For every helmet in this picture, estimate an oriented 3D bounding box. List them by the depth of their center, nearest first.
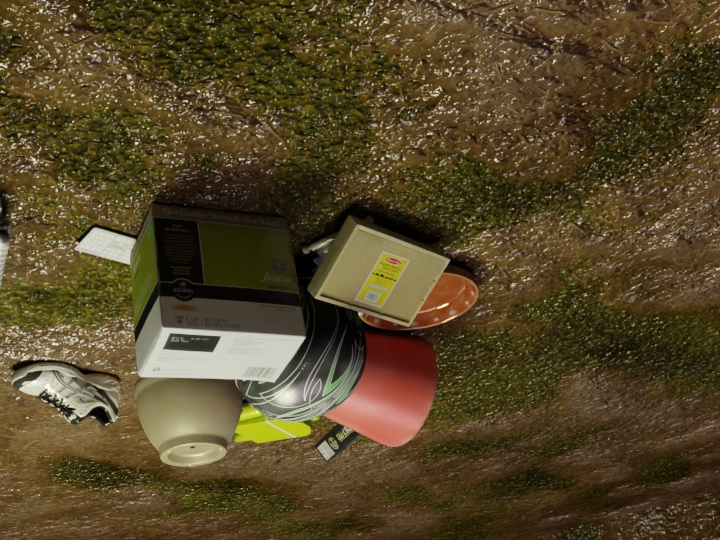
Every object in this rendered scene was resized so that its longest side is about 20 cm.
[{"bbox_3d":[-0.088,0.126,1.670,0.197,0.193,0.201,-1,153,-1],"label":"helmet"}]

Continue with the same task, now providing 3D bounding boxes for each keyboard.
[{"bbox_3d":[-0.305,-0.022,1.593,0.199,0.011,0.056,17,143,-41],"label":"keyboard"}]

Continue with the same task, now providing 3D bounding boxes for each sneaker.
[{"bbox_3d":[-0.495,0.214,1.900,0.198,0.089,0.075,15,146,-36],"label":"sneaker"}]

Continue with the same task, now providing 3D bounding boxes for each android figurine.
[{"bbox_3d":[-0.178,0.298,2.194,0.198,0.042,0.182,-15,152,23],"label":"android figurine"}]

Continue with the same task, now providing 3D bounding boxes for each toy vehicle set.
[{"bbox_3d":[0.029,0.004,1.631,0.199,0.027,0.125,19,109,-42],"label":"toy vehicle set"}]

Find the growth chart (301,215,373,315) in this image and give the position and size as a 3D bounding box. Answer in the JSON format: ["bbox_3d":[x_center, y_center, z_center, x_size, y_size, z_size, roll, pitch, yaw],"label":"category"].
[{"bbox_3d":[0.000,0.000,1.682,0.143,0.018,0.200,-19,139,22],"label":"growth chart"}]

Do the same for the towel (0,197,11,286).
[{"bbox_3d":[-0.543,-0.018,1.448,0.163,0.087,0.200,3,150,-23],"label":"towel"}]

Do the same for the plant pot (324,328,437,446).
[{"bbox_3d":[0.005,0.186,1.907,0.176,0.203,0.200,18,143,-27],"label":"plant pot"}]

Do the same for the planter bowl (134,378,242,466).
[{"bbox_3d":[-0.303,0.270,2.013,0.197,0.136,0.201,-7,153,-4],"label":"planter bowl"}]

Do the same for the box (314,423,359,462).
[{"bbox_3d":[0.014,0.277,2.137,0.161,0.049,0.200,-34,170,-38],"label":"box"}]

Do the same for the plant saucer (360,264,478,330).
[{"bbox_3d":[0.091,0.039,1.808,0.197,0.033,0.201,-7,152,-4],"label":"plant saucer"}]

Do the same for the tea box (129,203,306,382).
[{"bbox_3d":[-0.198,0.033,1.522,0.198,0.199,0.134,6,145,-24],"label":"tea box"}]
